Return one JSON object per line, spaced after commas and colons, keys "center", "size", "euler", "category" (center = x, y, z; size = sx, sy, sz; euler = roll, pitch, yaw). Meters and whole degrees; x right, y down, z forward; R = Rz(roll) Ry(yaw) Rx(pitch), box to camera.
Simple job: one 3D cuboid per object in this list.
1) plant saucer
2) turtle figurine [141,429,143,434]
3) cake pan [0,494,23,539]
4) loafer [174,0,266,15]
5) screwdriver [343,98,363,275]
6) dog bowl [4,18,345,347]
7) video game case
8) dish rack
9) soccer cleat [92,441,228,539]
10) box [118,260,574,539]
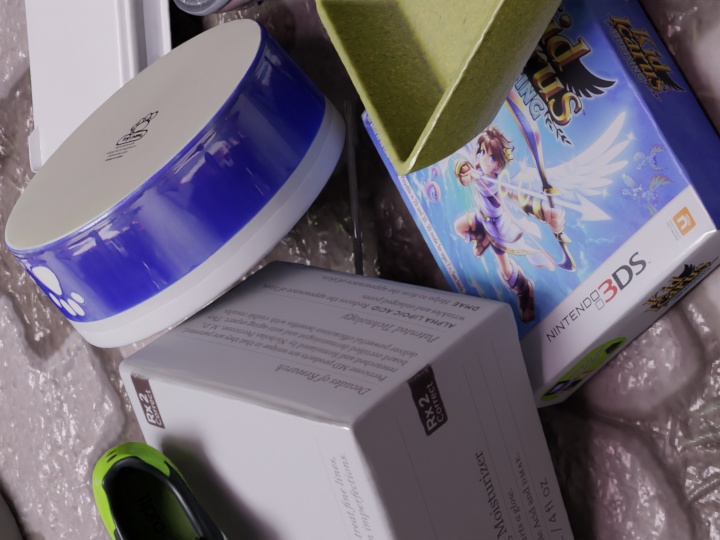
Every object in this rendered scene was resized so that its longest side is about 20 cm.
{"center": [0.060, -0.171, 1.220], "size": [0.201, 0.048, 0.200], "euler": [-61, 28, 24], "category": "plant saucer"}
{"center": [-0.090, 0.091, 1.471], "size": [0.150, 0.100, 0.201], "euler": [42, 132, 34], "category": "turtle figurine"}
{"center": [-0.309, 0.231, 1.779], "size": [0.200, 0.037, 0.202], "euler": [12, 107, 46], "category": "cake pan"}
{"center": [-0.054, -0.186, 1.398], "size": [0.200, 0.063, 0.072], "euler": [170, 109, -65], "category": "loafer"}
{"center": [0.000, 0.000, 1.397], "size": [0.029, 0.028, 0.201], "euler": [-142, 48, -72], "category": "screwdriver"}
{"center": [-0.109, -0.053, 1.378], "size": [0.200, 0.200, 0.079], "euler": [-14, 123, 48], "category": "dog bowl"}
{"center": [0.101, -0.056, 1.265], "size": [0.181, 0.045, 0.201], "euler": [-46, 64, 41], "category": "video game case"}
{"center": [-0.178, -0.137, 1.541], "size": [0.171, 0.043, 0.201], "euler": [7, 104, 56], "category": "dish rack"}
{"center": [-0.080, 0.180, 1.261], "size": [0.200, 0.067, 0.081], "euler": [54, 178, 2], "category": "soccer cleat"}
{"center": [-0.002, 0.118, 1.303], "size": [0.199, 0.131, 0.200], "euler": [11, 127, 46], "category": "box"}
